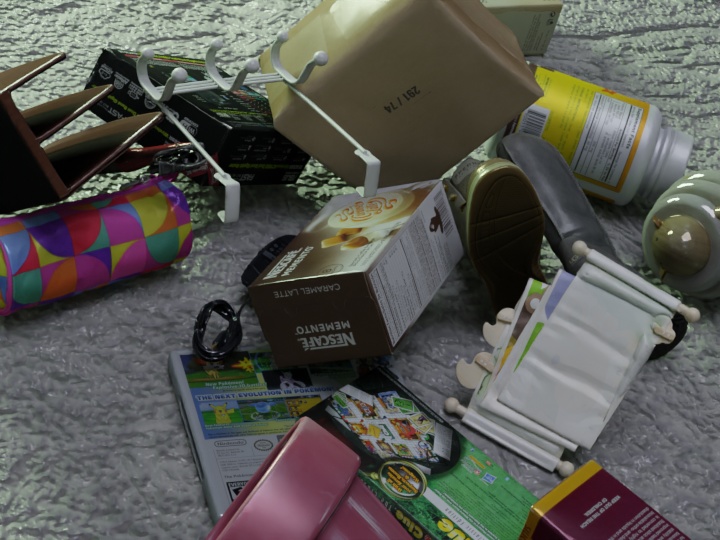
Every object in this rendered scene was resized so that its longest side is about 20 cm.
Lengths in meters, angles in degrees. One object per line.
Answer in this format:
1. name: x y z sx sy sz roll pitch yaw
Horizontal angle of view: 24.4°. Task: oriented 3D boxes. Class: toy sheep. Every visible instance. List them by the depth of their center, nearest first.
1. toy sheep: 0.351 -0.038 1.636 0.138 0.138 0.200 42 32 26

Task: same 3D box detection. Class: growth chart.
1. growth chart: 0.176 0.074 1.437 0.145 0.200 0.018 37 -1 14

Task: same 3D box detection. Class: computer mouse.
1. computer mouse: -0.093 0.028 1.467 0.059 0.034 0.200 34 39 8

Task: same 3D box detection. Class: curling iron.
1. curling iron: -0.214 -0.097 1.472 0.200 0.026 0.050 1 14 40

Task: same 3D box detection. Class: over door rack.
1. over door rack: -0.085 -0.135 1.412 0.147 0.067 0.200 -11 47 -28

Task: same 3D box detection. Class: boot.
1. boot: 0.117 -0.057 1.530 0.072 0.200 0.155 -19 45 -1
2. boot: 0.214 -0.024 1.572 0.182 0.073 0.200 44 9 -43

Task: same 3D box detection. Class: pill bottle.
1. pill bottle: 0.236 -0.136 1.720 0.199 0.109 0.109 20 40 3

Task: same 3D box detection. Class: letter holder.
1. letter holder: -0.282 -0.126 1.427 0.142 0.200 0.101 -42 112 -35

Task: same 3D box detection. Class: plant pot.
1. plant pot: -0.029 0.233 1.156 0.179 0.200 0.200 38 42 0

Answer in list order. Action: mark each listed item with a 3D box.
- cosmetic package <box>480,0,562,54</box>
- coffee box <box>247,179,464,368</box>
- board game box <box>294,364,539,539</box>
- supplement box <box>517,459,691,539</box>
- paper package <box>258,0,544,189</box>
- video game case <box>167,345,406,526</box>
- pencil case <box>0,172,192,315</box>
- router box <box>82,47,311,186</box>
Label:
1. cosmetic package: 0.115 -0.298 1.891 0.199 0.073 0.104 -6 45 -27
2. coffee box: 0.000 0.000 1.448 0.114 0.080 0.200 -9 21 27
3. board game box: 0.051 0.163 1.346 0.200 0.024 0.105 40 43 24
4. supplement box: 0.211 0.257 1.262 0.200 0.111 0.086 39 45 24
5. paper package: 0.036 -0.180 1.562 0.190 0.200 0.104 36 26 -38
6. video game case: -0.045 0.132 1.382 0.199 0.022 0.183 -2 44 -21
7. pencil case: -0.240 -0.026 1.443 0.200 0.089 0.088 -22 54 -37
8. router box: -0.146 -0.142 1.561 0.150 0.062 0.200 34 15 19
